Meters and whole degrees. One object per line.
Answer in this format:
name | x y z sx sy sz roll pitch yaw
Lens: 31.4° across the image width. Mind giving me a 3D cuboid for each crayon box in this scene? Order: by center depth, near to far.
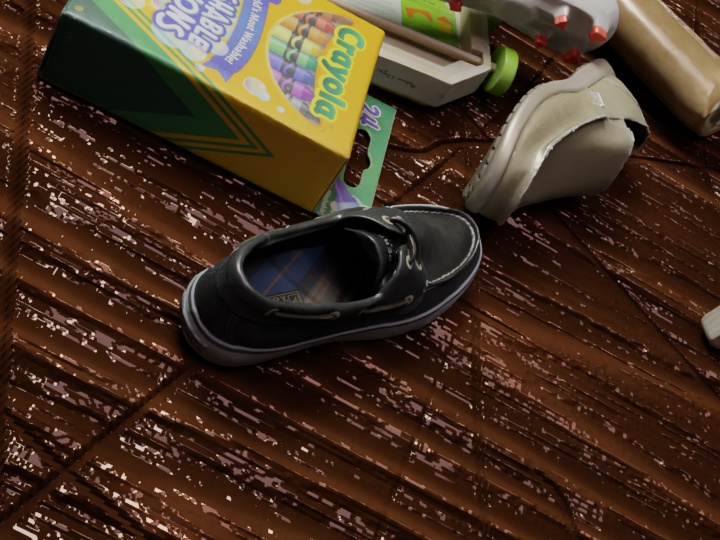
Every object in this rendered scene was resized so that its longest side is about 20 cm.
crayon box | -0.064 -0.117 0.727 0.199 0.052 0.126 27 43 -12

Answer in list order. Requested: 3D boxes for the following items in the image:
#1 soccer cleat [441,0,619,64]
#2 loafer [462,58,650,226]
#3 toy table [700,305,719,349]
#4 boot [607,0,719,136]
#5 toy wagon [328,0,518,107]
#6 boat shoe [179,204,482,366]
soccer cleat | 0.085 -0.204 0.832 0.199 0.069 0.078 23 56 -26
loafer | 0.132 -0.079 0.807 0.068 0.076 0.200 39 41 11
toy table | 0.318 0.006 0.796 0.117 0.184 0.200 21 30 -40
boot | 0.192 -0.186 0.936 0.200 0.066 0.175 51 33 14
toy wagon | 0.028 -0.194 0.867 0.154 0.040 0.201 19 44 -20
boat shoe | 0.000 0.000 0.657 0.199 0.057 0.069 -18 74 -41
